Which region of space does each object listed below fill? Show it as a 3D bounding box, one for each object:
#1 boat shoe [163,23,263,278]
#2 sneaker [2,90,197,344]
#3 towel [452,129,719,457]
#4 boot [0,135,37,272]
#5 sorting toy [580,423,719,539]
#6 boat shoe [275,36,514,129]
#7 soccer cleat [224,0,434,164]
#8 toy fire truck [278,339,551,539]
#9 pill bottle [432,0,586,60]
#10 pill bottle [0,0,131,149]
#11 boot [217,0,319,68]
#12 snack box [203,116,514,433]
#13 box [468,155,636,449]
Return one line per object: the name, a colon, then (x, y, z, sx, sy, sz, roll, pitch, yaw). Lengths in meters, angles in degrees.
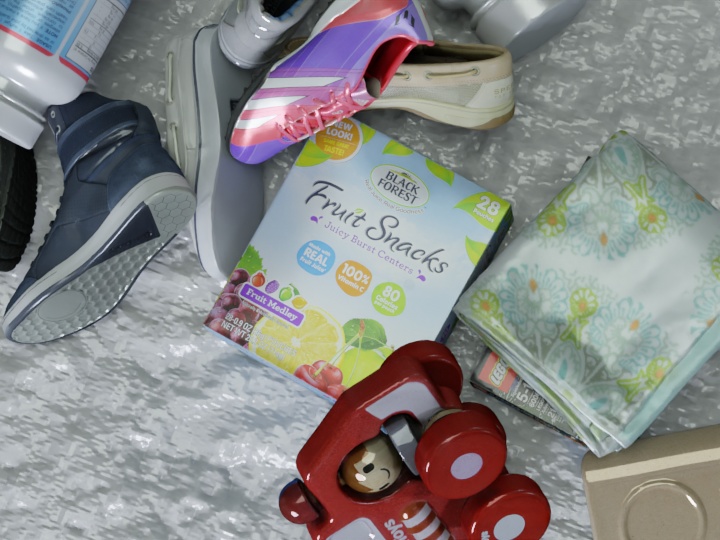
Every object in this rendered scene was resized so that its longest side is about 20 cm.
boat shoe: (-0.125, -0.092, 1.740, 0.065, 0.072, 0.201, -5, 90, 34)
sneaker: (-0.225, -0.048, 1.740, 0.202, 0.077, 0.147, -42, 57, 20)
towel: (0.193, 0.017, 1.651, 0.171, 0.048, 0.200, 43, 82, 11)
boot: (-0.329, -0.092, 1.766, 0.130, 0.068, 0.201, -2, 73, 10)
sorting toy: (0.272, 0.217, 1.651, 0.184, 0.036, 0.201, -11, 90, 4)
boat shoe: (0.026, -0.162, 1.711, 0.199, 0.072, 0.065, 14, 126, 22)
soccer cleat: (-0.026, -0.139, 1.666, 0.200, 0.068, 0.073, -45, 66, 24)
toy fire truck: (0.032, 0.159, 1.623, 0.168, 0.200, 0.112, -34, 41, 3)
pill bottle: (0.085, -0.267, 1.721, 0.114, 0.114, 0.200, -35, 80, -1)
pill bottle: (-0.241, -0.200, 1.692, 0.108, 0.109, 0.201, 28, 86, 9)
boot: (-0.038, -0.249, 1.714, 0.073, 0.096, 0.201, 32, 64, -12)
snack box: (0.000, 0.000, 1.710, 0.168, 0.068, 0.201, 28, 83, 10)
box: (0.190, 0.032, 1.700, 0.136, 0.038, 0.201, 27, 84, 9)
